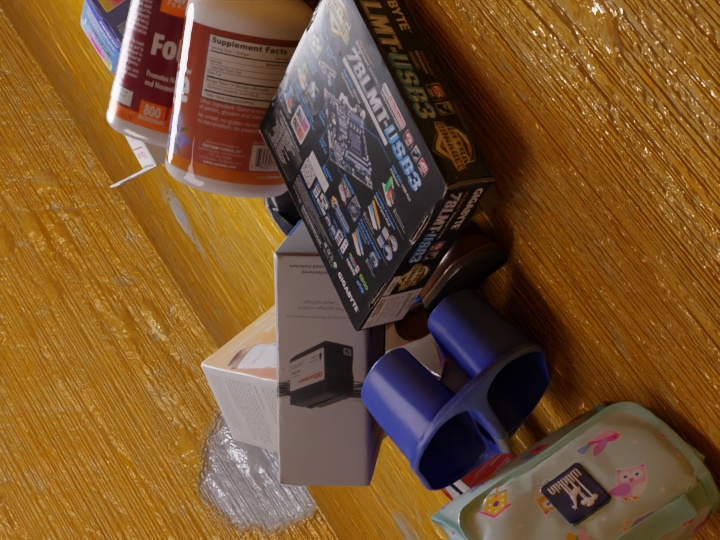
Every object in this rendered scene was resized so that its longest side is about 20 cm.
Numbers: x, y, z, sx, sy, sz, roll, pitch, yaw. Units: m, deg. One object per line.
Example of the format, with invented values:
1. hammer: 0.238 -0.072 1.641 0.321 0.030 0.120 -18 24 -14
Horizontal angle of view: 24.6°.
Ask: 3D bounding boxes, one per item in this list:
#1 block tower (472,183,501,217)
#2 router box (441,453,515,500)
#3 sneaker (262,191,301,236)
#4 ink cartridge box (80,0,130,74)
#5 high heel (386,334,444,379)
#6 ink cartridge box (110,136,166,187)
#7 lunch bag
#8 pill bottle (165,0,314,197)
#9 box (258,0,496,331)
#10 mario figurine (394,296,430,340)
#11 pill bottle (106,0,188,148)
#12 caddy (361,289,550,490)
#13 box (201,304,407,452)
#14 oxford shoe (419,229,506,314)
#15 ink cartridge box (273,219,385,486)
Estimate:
1. block tower: 0.045 -0.074 1.327 0.058 0.054 0.200 63 168 -12
2. router box: 0.113 0.196 1.549 0.179 0.049 0.200 38 169 42
3. sneaker: -0.030 -0.031 1.706 0.201 0.078 0.079 54 178 -33
4. ink cartridge box: -0.219 -0.286 1.739 0.077 0.136 0.200 55 169 -7
5. high heel: 0.077 0.113 1.608 0.200 0.067 0.097 169 81 -75
6. ink cartridge box: -0.190 -0.164 1.754 0.068 0.199 0.117 61 168 -8
7. lunch bag: 0.155 0.181 1.178 0.123 0.169 0.200 58 173 -2
8. pill bottle: -0.097 -0.171 1.379 0.112 0.111 0.202 -141 58 -60
9. box: 0.006 -0.090 1.230 0.201 0.049 0.199 64 147 23
10. mario figurine: 0.000 0.000 1.549 0.106 0.124 0.200 35 177 -32
11. pill bottle: -0.152 -0.215 1.467 0.114 0.113 0.202 39 118 60
12. caddy: 0.085 0.106 1.334 0.105 0.141 0.200 45 175 21
13. box: -0.045 0.115 1.788 0.199 0.152 0.107 7 127 47
14. oxford shoe: 0.068 -0.011 1.353 0.072 0.071 0.200 64 170 4
15. ink cartridge box: -0.024 0.068 1.427 0.145 0.083 0.202 -65 -24 -76
